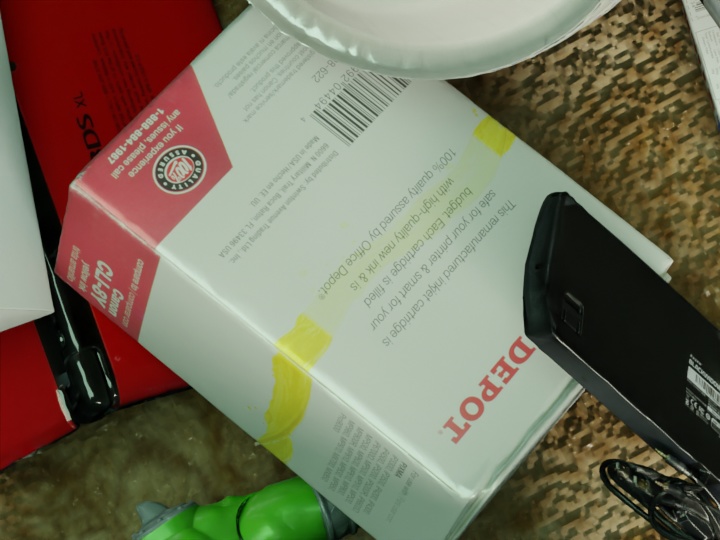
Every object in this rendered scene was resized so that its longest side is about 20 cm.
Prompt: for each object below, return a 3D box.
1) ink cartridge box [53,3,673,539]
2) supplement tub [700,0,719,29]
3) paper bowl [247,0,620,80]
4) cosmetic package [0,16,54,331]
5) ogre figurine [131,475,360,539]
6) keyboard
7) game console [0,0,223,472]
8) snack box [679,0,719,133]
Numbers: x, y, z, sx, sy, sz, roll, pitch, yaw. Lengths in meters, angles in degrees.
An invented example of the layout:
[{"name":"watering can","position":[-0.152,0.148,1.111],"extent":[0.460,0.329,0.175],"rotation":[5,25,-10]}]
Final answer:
[{"name":"ink cartridge box","position":[0.000,0.000,1.046],"extent":[0.200,0.084,0.145],"rotation":[39,60,9]},{"name":"supplement tub","position":[0.148,-0.196,1.046],"extent":[0.122,0.123,0.201],"rotation":[-34,76,2]},{"name":"paper bowl","position":[0.023,-0.171,0.971],"extent":[0.199,0.104,0.202],"rotation":[6,107,20]},{"name":"cosmetic package","position":[-0.226,-0.030,1.093],"extent":[0.199,0.052,0.152],"rotation":[-18,76,33]},{"name":"ogre figurine","position":[-0.040,0.166,1.052],"extent":[0.119,0.098,0.202],"rotation":[7,93,-3]},{"name":"keyboard","position":[0.122,0.065,1.010],"extent":[0.040,0.104,0.200],"rotation":[-31,120,36]},{"name":"game console","position":[-0.134,-0.024,1.135],"extent":[0.171,0.119,0.201],"rotation":[-16,78,-26]},{"name":"snack box","position":[0.190,-0.045,1.087],"extent":[0.071,0.024,0.201],"rotation":[-16,79,4]}]
